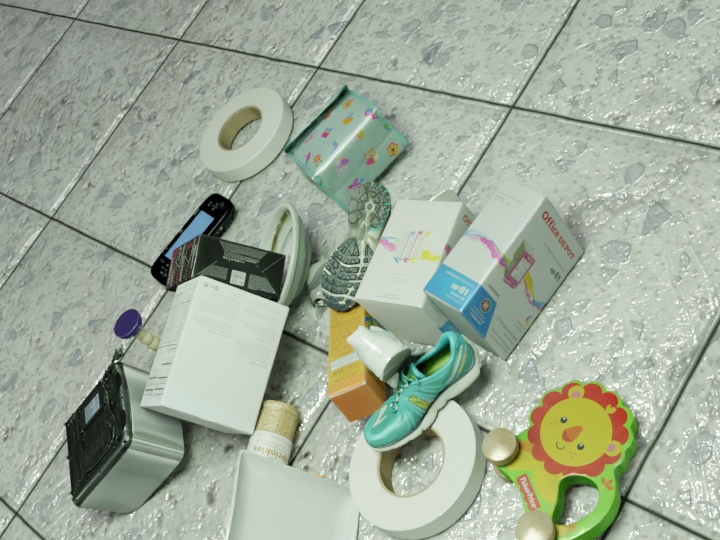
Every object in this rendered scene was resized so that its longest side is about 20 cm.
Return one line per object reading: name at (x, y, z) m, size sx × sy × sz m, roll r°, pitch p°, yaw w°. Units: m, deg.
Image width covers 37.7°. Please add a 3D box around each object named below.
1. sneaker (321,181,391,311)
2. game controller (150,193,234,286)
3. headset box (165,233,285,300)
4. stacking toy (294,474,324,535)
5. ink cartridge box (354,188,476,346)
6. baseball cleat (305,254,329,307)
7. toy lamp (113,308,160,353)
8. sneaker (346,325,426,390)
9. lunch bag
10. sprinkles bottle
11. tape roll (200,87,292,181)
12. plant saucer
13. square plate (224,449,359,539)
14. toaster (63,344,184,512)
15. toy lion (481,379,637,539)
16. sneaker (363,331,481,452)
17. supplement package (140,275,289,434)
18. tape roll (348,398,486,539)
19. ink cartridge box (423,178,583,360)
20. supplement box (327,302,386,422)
sneaker at (0.005, -0.030, 1.605) m, size 0.077 × 0.086 × 0.202 m, roll 22°, pitch 89°, yaw 14°
game controller at (-0.314, -0.058, 1.971) m, size 0.200 × 0.042 × 0.104 m, roll -51°, pitch 44°, yaw -7°
headset box at (-0.227, 0.006, 1.730) m, size 0.200 × 0.147 × 0.076 m, roll 162°, pitch 120°, yaw -66°
stacking toy at (-0.102, 0.369, 1.471) m, size 0.109 × 0.116 × 0.201 m, roll 0°, pitch 45°, yaw 46°
ink cartridge box at (0.105, -0.007, 1.556) m, size 0.124 × 0.129 × 0.201 m, roll 6°, pitch 62°, yaw 39°
baseball cleat at (0.000, 0.000, 1.684) m, size 0.199 × 0.070 × 0.107 m, roll -31°, pitch 50°, yaw 28°
toy lamp at (-0.315, 0.132, 1.717) m, size 0.058 × 0.200 × 0.059 m, roll -19°, pitch 48°, yaw 23°
sneaker at (0.038, 0.113, 1.471) m, size 0.080 × 0.200 × 0.071 m, roll 38°, pitch 87°, yaw 18°
lunch bag at (-0.037, -0.223, 1.828) m, size 0.170 × 0.122 × 0.200 m, roll -46°, pitch 35°, yaw 3°
sprinkles bottle at (-0.144, 0.296, 1.564) m, size 0.068 × 0.068 × 0.202 m, roll -7°, pitch 55°, yaw 33°
tape roll at (-0.223, -0.266, 2.047) m, size 0.201 × 0.037 × 0.204 m, roll -19°, pitch 50°, yaw 25°
plant saucer at (-0.124, -0.010, 1.751) m, size 0.200 × 0.050 × 0.202 m, roll -168°, pitch 90°, yaw -69°
square plate at (-0.095, 0.361, 1.403) m, size 0.028 × 0.199 × 0.200 m, roll -36°, pitch 38°, yaw 46°
toaster at (-0.383, 0.263, 1.708) m, size 0.200 × 0.118 × 0.182 m, roll -48°, pitch 41°, yaw 24°
toy lion at (0.261, 0.238, 1.314) m, size 0.190 × 0.069 × 0.201 m, roll -27°, pitch 47°, yaw 8°
sneaker at (0.073, 0.160, 1.439) m, size 0.200 × 0.080 × 0.077 m, roll -46°, pitch 43°, yaw -1°
supplement package at (-0.227, 0.134, 1.628) m, size 0.150 × 0.151 × 0.202 m, roll -17°, pitch 55°, yaw 65°
tape roll at (0.076, 0.265, 1.443) m, size 0.201 × 0.037 × 0.204 m, roll -21°, pitch 48°, yaw 25°
ink cartridge box at (0.202, -0.002, 1.466) m, size 0.084 × 0.145 × 0.201 m, roll 28°, pitch 78°, yaw 45°
supplement box at (-0.005, 0.123, 1.564) m, size 0.068 × 0.067 × 0.201 m, roll -25°, pitch 37°, yaw 18°
